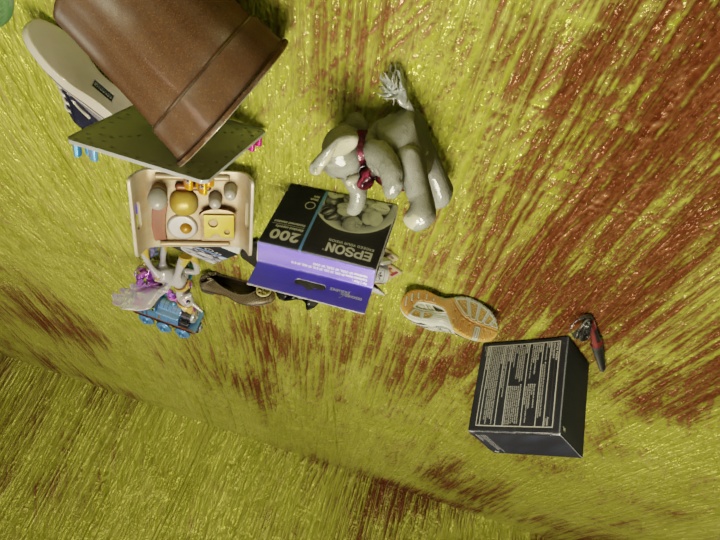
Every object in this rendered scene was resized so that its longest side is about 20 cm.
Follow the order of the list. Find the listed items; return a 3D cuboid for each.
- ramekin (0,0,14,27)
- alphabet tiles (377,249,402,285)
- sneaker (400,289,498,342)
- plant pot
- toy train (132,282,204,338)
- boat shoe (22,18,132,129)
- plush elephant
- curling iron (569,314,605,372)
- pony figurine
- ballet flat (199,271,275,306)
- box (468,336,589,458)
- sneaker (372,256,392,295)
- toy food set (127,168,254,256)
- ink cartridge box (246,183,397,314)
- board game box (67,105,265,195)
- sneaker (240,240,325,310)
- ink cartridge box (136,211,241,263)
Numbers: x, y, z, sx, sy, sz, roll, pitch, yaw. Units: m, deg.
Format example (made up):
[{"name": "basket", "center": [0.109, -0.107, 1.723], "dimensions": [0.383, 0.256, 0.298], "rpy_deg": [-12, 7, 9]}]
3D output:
[{"name": "ramekin", "center": [-0.579, -0.382, 0.727], "dimensions": [0.194, 0.100, 0.202], "rpy_deg": [14, 150, 8]}, {"name": "alphabet tiles", "center": [-0.018, -0.016, 1.091], "dimensions": [0.164, 0.006, 0.199], "rpy_deg": [32, 147, -19]}, {"name": "sneaker", "center": [0.174, 0.089, 1.103], "dimensions": [0.195, 0.077, 0.088], "rpy_deg": [19, 166, 7]}, {"name": "plant pot", "center": [-0.217, -0.264, 0.636], "dimensions": [0.198, 0.203, 0.198], "rpy_deg": [43, 143, -24]}, {"name": "toy train", "center": [-0.522, 0.112, 1.509], "dimensions": [0.195, 0.088, 0.115], "rpy_deg": [21, 144, -3]}, {"name": "boat shoe", "center": [-0.433, -0.273, 0.842], "dimensions": [0.091, 0.076, 0.200], "rpy_deg": [-12, 139, 30]}, {"name": "plush elephant", "center": [0.015, -0.140, 0.727], "dimensions": [0.151, 0.165, 0.204], "rpy_deg": [-15, 109, 25]}, {"name": "curling iron", "center": [0.440, 0.142, 1.059], "dimensions": [0.049, 0.026, 0.200], "rpy_deg": [-35, 134, 9]}, {"name": "pony figurine", "center": [-0.449, 0.013, 1.261], "dimensions": [0.188, 0.169, 0.203], "rpy_deg": [15, 133, 2]}, {"name": "ballet flat", "center": [-0.288, 0.038, 1.289], "dimensions": [0.195, 0.067, 0.048], "rpy_deg": [12, 118, 18]}, {"name": "box", "center": [0.345, 0.258, 1.130], "dimensions": [0.195, 0.204, 0.123], "rpy_deg": [-13, 138, 43]}, {"name": "sneaker", "center": [0.000, 0.000, 0.974], "dimensions": [0.112, 0.077, 0.200], "rpy_deg": [13, -174, -5]}, {"name": "toy food set", "center": [-0.276, -0.088, 0.924], "dimensions": [0.194, 0.061, 0.147], "rpy_deg": [0, 124, -13]}, {"name": "ink cartridge box", "center": [-0.057, -0.043, 0.875], "dimensions": [0.193, 0.203, 0.044], "rpy_deg": [12, 141, 10]}, {"name": "board game box", "center": [-0.258, -0.179, 0.776], "dimensions": [0.195, 0.201, 0.026], "rpy_deg": [17, 124, 6]}, {"name": "sneaker", "center": [-0.159, 0.009, 1.122], "dimensions": [0.196, 0.092, 0.076], "rpy_deg": [24, 154, 3]}, {"name": "ink cartridge box", "center": [-0.342, -0.075, 1.067], "dimensions": [0.197, 0.044, 0.197], "rpy_deg": [26, 164, -25]}]
